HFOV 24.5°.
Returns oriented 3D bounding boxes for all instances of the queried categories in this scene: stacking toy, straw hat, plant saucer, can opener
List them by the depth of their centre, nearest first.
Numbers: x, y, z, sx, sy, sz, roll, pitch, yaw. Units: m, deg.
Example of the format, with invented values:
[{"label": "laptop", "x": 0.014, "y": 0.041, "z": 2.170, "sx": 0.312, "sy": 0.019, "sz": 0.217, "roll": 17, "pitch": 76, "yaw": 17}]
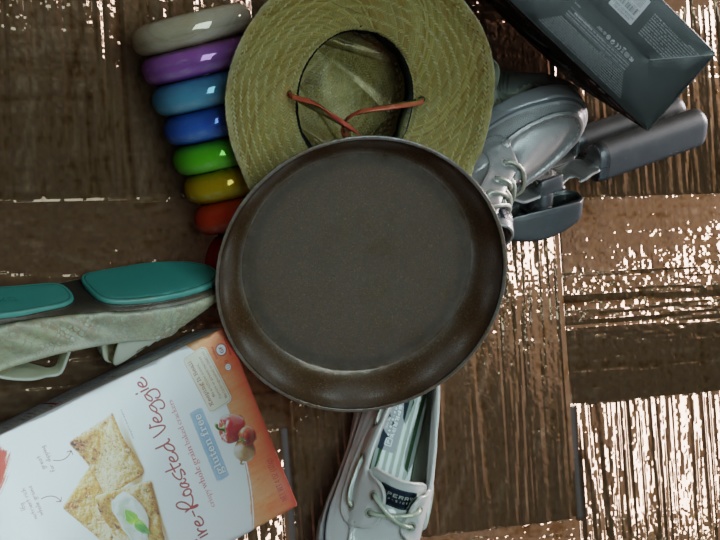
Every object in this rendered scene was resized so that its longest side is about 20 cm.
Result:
[{"label": "plant saucer", "x": 0.000, "y": 0.000, "z": 1.118, "sx": 0.197, "sy": 0.032, "sz": 0.203, "roll": -3, "pitch": 115, "yaw": -7}, {"label": "straw hat", "x": -0.009, "y": -0.121, "z": 1.138, "sx": 0.198, "sy": 0.085, "sz": 0.204, "roll": -4, "pitch": 111, "yaw": -12}, {"label": "stacking toy", "x": -0.094, "y": -0.077, "z": 1.142, "sx": 0.085, "sy": 0.085, "sz": 0.203, "roll": -18, "pitch": 99, "yaw": -26}, {"label": "can opener", "x": 0.184, "y": -0.078, "z": 1.301, "sx": 0.198, "sy": 0.053, "sz": 0.068, "roll": -19, "pitch": 127, "yaw": -26}]

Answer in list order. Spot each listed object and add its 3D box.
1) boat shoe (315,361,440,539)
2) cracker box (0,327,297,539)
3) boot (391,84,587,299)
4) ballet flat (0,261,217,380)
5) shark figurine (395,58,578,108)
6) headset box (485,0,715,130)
[{"label": "boat shoe", "x": 0.015, "y": 0.157, "z": 1.167, "sx": 0.073, "sy": 0.067, "sz": 0.203, "roll": 12, "pitch": 72, "yaw": -20}, {"label": "cracker box", "x": -0.157, "y": 0.139, "z": 1.103, "sx": 0.199, "sy": 0.058, "sz": 0.135, "roll": -26, "pitch": 98, "yaw": -25}, {"label": "boot", "x": 0.094, "y": -0.051, "z": 1.188, "sx": 0.199, "sy": 0.096, "sz": 0.074, "roll": -34, "pitch": 131, "yaw": -2}, {"label": "ballet flat", "x": -0.186, "y": 0.036, "z": 1.104, "sx": 0.198, "sy": 0.067, "sz": 0.063, "roll": -7, "pitch": 117, "yaw": -23}, {"label": "shark figurine", "x": 0.049, "y": -0.162, "z": 1.210, "sx": 0.214, "sy": 0.128, "sz": 0.090, "roll": 36, "pitch": 29, "yaw": -42}, {"label": "headset box", "x": 0.153, "y": -0.195, "z": 1.208, "sx": 0.148, "sy": 0.200, "sz": 0.075, "roll": 40, "pitch": 97, "yaw": -19}]
